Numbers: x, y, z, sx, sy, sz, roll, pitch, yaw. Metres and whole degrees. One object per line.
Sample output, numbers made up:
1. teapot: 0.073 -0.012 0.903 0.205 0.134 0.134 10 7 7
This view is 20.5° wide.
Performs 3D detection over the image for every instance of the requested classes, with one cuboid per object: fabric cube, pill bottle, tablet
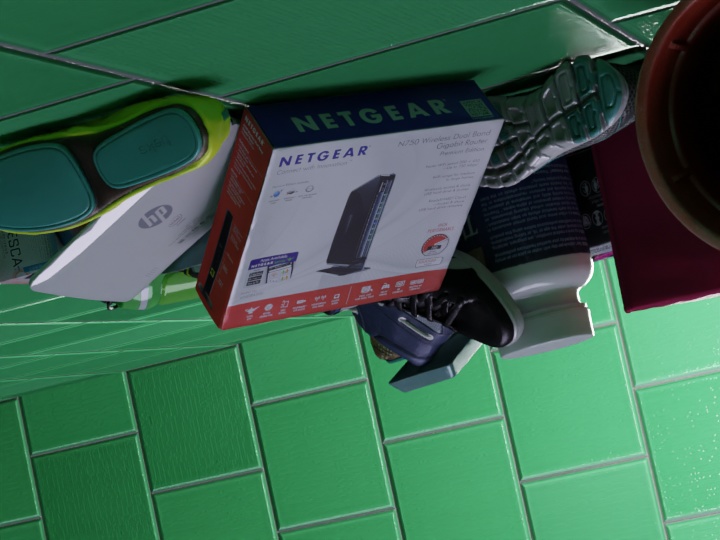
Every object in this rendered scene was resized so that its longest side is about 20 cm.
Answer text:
1. fabric cube: 0.326 -0.086 1.613 0.199 0.197 0.200 -15 176 44
2. pill bottle: 0.134 -0.031 1.690 0.111 0.201 0.111 -13 172 -2
3. tablet: -0.142 -0.042 1.472 0.200 0.014 0.130 -41 157 20

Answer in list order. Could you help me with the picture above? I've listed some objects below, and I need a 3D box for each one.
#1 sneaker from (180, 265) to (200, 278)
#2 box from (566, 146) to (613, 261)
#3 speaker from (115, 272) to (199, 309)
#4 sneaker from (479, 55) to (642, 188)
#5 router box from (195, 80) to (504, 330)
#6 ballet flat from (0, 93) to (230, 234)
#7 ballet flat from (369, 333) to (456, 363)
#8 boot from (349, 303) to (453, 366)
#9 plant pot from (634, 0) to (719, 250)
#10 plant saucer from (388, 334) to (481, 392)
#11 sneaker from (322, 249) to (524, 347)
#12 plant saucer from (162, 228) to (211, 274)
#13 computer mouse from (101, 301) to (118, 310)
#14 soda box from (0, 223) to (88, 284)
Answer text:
1. sneaker: -0.116 -0.024 1.733 0.075 0.077 0.200 20 179 -27
2. box: 0.203 -0.074 1.790 0.114 0.133 0.200 -8 174 -36
3. speaker: -0.136 -0.017 1.880 0.199 0.089 0.088 -10 175 -19
4. sneaker: 0.157 -0.117 1.569 0.091 0.078 0.200 -13 178 -40
5. router box: -0.010 -0.049 1.488 0.200 0.049 0.180 -10 138 -30
6. ballet flat: -0.172 -0.074 1.332 0.200 0.067 0.067 -17 -165 25
7. ballet flat: 0.087 0.026 1.785 0.200 0.065 0.071 -22 -164 24
8. boot: 0.000 0.000 1.742 0.073 0.200 0.090 -43 169 -51
9. plant pot: 0.307 -0.114 1.363 0.200 0.201 0.195 -14 -178 22
10. plant saucer: 0.095 0.057 1.837 0.070 0.019 0.200 -20 -167 33
11. sneaker: 0.027 0.018 1.625 0.112 0.200 0.073 -41 163 -35
12. plant saucer: -0.083 -0.056 1.609 0.200 0.036 0.200 -23 -170 4
13. computer mouse: -0.164 -0.024 2.022 0.200 0.046 0.140 -13 159 -31
14. soda box: -0.235 -0.025 1.677 0.068 0.064 0.200 -14 175 21
